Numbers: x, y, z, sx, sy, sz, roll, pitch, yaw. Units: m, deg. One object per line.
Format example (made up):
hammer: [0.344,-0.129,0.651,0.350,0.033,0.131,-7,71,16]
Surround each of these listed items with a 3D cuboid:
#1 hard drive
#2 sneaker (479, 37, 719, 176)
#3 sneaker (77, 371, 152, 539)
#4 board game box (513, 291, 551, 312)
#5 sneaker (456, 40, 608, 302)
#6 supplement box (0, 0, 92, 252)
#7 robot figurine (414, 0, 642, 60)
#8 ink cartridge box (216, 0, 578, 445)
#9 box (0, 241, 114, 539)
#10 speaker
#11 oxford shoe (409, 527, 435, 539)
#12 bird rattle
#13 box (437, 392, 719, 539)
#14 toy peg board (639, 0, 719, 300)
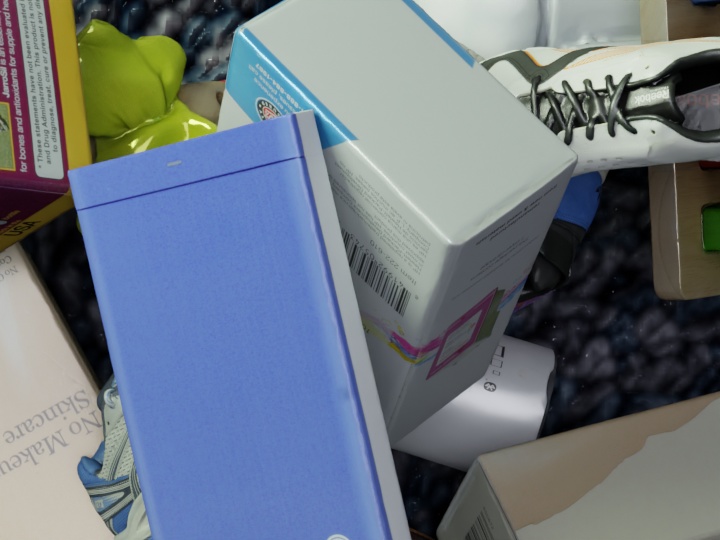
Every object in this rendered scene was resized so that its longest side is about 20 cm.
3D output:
hard drive: [-0.055,0.041,0.922,0.132,0.025,0.201,-11,93,35]
sneaker: [0.116,-0.080,0.996,0.199,0.080,0.074,-10,87,9]
sneaker: [-0.089,0.069,1.019,0.085,0.200,0.077,47,40,13]
board game box: [0.000,0.000,1.113,0.200,0.032,0.120,-26,61,-31]
sneaker: [0.032,-0.054,1.070,0.200,0.077,0.111,26,67,-20]
supplement box: [-0.236,-0.087,0.963,0.200,0.103,0.131,7,68,-40]
robot figurine: [0.111,-0.149,1.134,0.199,0.170,0.113,-4,124,-20]
ink cartridge box: [0.004,-0.025,0.985,0.085,0.200,0.145,-35,70,-29]
box: [-0.179,0.087,1.128,0.095,0.078,0.200,-30,89,-7]
speaker: [0.002,0.051,1.143,0.199,0.081,0.081,17,85,-3]
oxford shoe: [0.034,0.179,1.140,0.199,0.073,0.071,12,86,-3]
bird rattle: [-0.106,-0.079,1.112,0.163,0.200,0.113,-20,94,33]
box: [0.153,0.128,1.101,0.199,0.095,0.078,-12,60,-23]
toy peg board: [0.248,-0.092,1.099,0.200,0.098,0.200,-7,95,-46]
